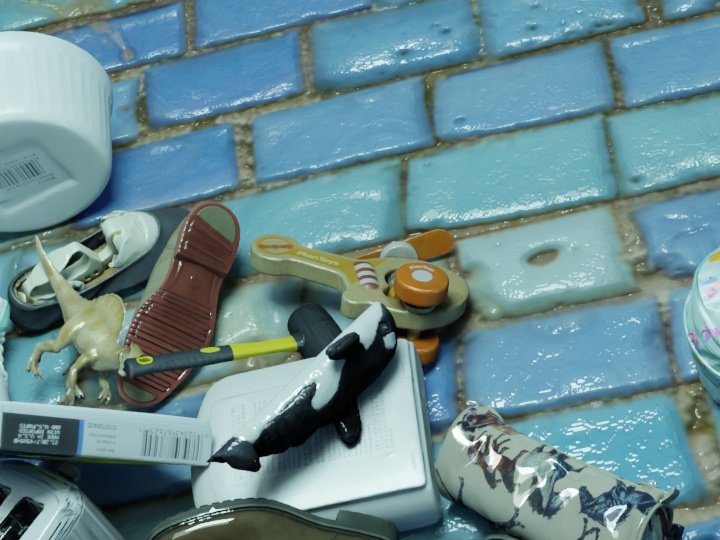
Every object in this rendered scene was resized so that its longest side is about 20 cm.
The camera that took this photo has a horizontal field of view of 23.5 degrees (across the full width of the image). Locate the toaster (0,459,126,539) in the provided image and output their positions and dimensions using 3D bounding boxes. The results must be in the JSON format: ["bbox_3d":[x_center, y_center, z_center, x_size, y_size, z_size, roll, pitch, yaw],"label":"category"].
[{"bbox_3d":[-0.277,0.246,1.365,0.113,0.129,0.200,20,59,31],"label":"toaster"}]

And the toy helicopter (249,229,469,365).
[{"bbox_3d":[0.000,0.000,1.523,0.199,0.079,0.132,15,33,14],"label":"toy helicopter"}]

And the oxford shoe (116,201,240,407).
[{"bbox_3d":[-0.168,0.036,1.568,0.075,0.070,0.201,-25,37,63],"label":"oxford shoe"}]

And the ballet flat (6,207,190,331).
[{"bbox_3d":[-0.242,-0.011,1.613,0.200,0.073,0.073,-29,49,-9],"label":"ballet flat"}]

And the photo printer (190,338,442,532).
[{"bbox_3d":[-0.041,0.149,1.417,0.199,0.070,0.167,-13,48,6],"label":"photo printer"}]

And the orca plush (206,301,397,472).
[{"bbox_3d":[-0.025,0.107,1.351,0.071,0.105,0.200,47,41,1],"label":"orca plush"}]

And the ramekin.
[{"bbox_3d":[-0.331,-0.125,1.657,0.200,0.201,0.098,-16,55,3],"label":"ramekin"}]

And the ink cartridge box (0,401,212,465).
[{"bbox_3d":[-0.258,0.133,1.401,0.200,0.197,0.047,-9,77,48],"label":"ink cartridge box"}]

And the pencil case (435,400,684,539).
[{"bbox_3d":[0.147,0.171,1.335,0.200,0.078,0.090,25,79,32],"label":"pencil case"}]

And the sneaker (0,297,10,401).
[{"bbox_3d":[-0.346,0.066,1.567,0.088,0.075,0.200,-39,48,0],"label":"sneaker"}]

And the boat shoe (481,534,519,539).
[{"bbox_3d":[0.162,0.254,1.269,0.070,0.066,0.200,-42,52,-19],"label":"boat shoe"}]

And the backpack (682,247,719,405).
[{"bbox_3d":[0.352,0.028,1.366,0.199,0.127,0.167,-23,51,1],"label":"backpack"}]

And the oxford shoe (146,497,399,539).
[{"bbox_3d":[-0.063,0.224,1.314,0.199,0.073,0.085,7,45,-11],"label":"oxford shoe"}]

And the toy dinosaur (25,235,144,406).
[{"bbox_3d":[-0.246,0.059,1.535,0.101,0.058,0.200,-56,47,8],"label":"toy dinosaur"}]

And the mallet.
[{"bbox_3d":[-0.107,0.063,1.482,0.199,0.041,0.066,-3,37,-21],"label":"mallet"}]
